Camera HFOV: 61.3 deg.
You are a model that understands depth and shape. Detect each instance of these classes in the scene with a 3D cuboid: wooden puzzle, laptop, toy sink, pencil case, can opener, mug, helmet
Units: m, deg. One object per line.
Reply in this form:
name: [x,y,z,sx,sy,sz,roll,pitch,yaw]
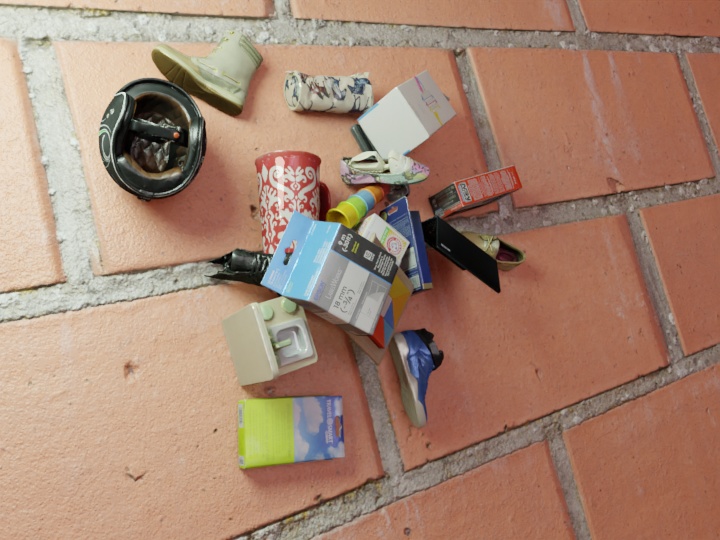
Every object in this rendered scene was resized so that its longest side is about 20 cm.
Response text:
wooden puzzle: [0.035,0.059,1.158,0.200,0.037,0.186,52,55,-44]
laptop: [0.199,-0.026,1.318,0.176,0.200,0.104,35,69,-16]
toy sink: [-0.156,0.122,1.085,0.111,0.200,0.132,-16,84,-30]
pencil case: [-0.070,-0.391,1.329,0.198,0.078,0.091,-6,99,-29]
can opener: [0.049,-0.251,1.385,0.202,0.053,0.067,61,27,-2]
mug: [-0.121,-0.119,1.208,0.175,0.133,0.203,2,80,-26]
helmet: [-0.363,-0.230,1.068,0.197,0.191,0.203,-9,115,-18]

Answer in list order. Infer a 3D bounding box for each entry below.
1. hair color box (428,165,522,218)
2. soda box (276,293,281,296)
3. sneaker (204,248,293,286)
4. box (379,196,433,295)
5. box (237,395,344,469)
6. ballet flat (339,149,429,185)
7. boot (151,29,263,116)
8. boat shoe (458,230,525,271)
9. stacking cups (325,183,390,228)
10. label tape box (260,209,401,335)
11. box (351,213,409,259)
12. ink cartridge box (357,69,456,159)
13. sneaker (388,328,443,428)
hair color box: [0.274,-0.185,1.445,0.198,0.111,0.065,-18,86,-30]
soda box: [-0.093,0.009,1.146,0.070,0.199,0.064,11,75,-25]
sneaker: [-0.192,-0.006,1.111,0.103,0.198,0.061,20,69,-39]
box: [0.095,-0.047,1.308,0.032,0.121,0.203,-5,80,-29]
box: [-0.129,0.300,1.143,0.198,0.048,0.124,3,77,-28]
ballet flat: [0.047,-0.222,1.295,0.072,0.197,0.070,75,24,-43]
boot: [-0.302,-0.425,1.217,0.199,0.072,0.156,29,66,-25]
boat shoe: [0.311,-0.056,1.458,0.198,0.066,0.075,15,71,-25]
stacking cups: [0.006,-0.140,1.295,0.061,0.060,0.200,56,44,-5]
label tape box: [-0.045,0.004,1.021,0.199,0.063,0.146,29,73,-23]
box: [0.000,0.000,1.250,0.101,0.112,0.201,37,62,-18]
ink cartridge box: [0.111,-0.347,1.362,0.126,0.128,0.200,53,39,-8]
sneaker: [0.137,0.222,1.288,0.110,0.077,0.203,-11,76,-20]
